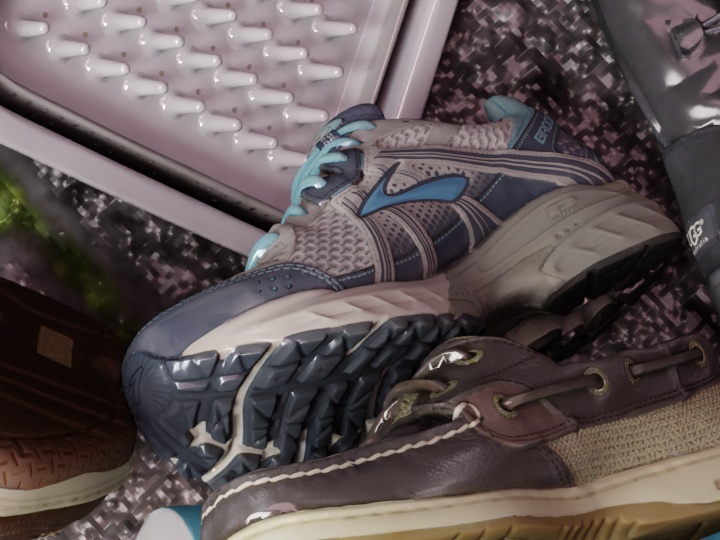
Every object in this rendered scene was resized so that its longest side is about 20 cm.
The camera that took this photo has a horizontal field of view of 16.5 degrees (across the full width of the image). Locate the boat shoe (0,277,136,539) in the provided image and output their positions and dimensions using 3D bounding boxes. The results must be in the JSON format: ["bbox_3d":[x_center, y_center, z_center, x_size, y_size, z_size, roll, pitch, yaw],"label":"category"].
[{"bbox_3d":[-0.103,0.056,0.684,0.074,0.202,0.075,26,96,0],"label":"boat shoe"}]

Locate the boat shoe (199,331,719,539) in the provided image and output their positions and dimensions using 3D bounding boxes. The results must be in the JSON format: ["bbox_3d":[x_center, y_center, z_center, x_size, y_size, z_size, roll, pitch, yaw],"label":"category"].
[{"bbox_3d":[0.033,0.051,0.669,0.200,0.072,0.066,-4,66,-41],"label":"boat shoe"}]

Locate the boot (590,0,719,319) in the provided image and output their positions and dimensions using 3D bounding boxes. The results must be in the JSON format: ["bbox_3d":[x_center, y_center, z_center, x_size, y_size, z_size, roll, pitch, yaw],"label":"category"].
[{"bbox_3d":[0.147,-0.096,0.767,0.164,0.066,0.201,-15,72,-16],"label":"boot"}]

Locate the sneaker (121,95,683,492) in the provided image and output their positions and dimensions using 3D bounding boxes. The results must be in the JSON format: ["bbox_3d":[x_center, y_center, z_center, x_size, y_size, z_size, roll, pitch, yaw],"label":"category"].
[{"bbox_3d":[0.000,0.000,0.722,0.199,0.078,0.086,-17,60,-44],"label":"sneaker"}]

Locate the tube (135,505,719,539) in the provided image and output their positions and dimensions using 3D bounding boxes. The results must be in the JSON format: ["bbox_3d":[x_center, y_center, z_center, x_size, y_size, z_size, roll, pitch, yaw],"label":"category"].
[{"bbox_3d":[0.032,0.094,0.717,0.199,0.050,0.078,3,82,-29],"label":"tube"}]

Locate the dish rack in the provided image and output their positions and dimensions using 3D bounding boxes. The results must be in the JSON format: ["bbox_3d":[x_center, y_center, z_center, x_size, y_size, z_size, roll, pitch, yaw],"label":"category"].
[{"bbox_3d":[-0.043,-0.112,0.756,0.171,0.043,0.201,25,77,-36],"label":"dish rack"}]
